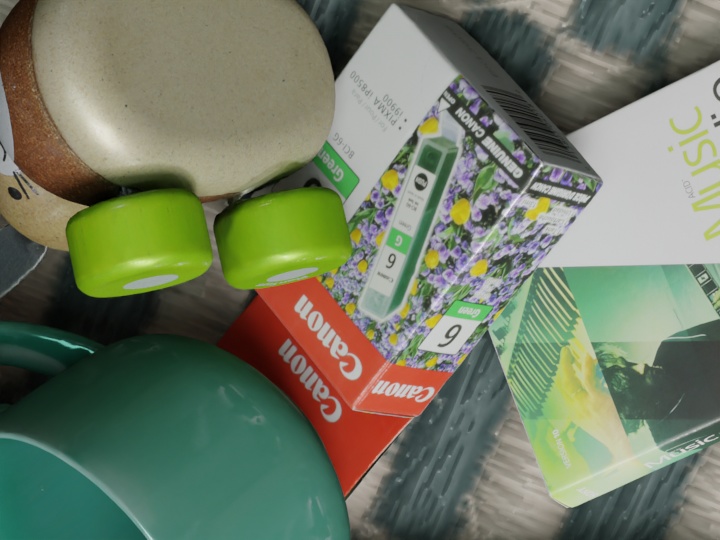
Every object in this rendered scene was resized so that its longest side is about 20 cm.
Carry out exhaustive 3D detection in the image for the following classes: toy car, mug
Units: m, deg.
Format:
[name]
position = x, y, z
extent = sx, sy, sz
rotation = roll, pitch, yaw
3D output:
[toy car]
position = -0.124, -0.056, 1.157
extent = 0.200, 0.158, 0.165
rotation = -20, 78, 40
[mug]
position = -0.086, 0.090, 1.159
extent = 0.152, 0.114, 0.185
rotation = -12, 109, 51

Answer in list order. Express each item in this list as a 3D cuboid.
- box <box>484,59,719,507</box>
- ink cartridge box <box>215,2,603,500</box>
[box]
position = 0.145, -0.007, 1.148
extent = 0.200, 0.036, 0.145
rotation = -27, 67, 16
[ink cartridge box]
position = 0.000, 0.000, 1.174
extent = 0.200, 0.050, 0.109
rotation = -52, 57, 19
